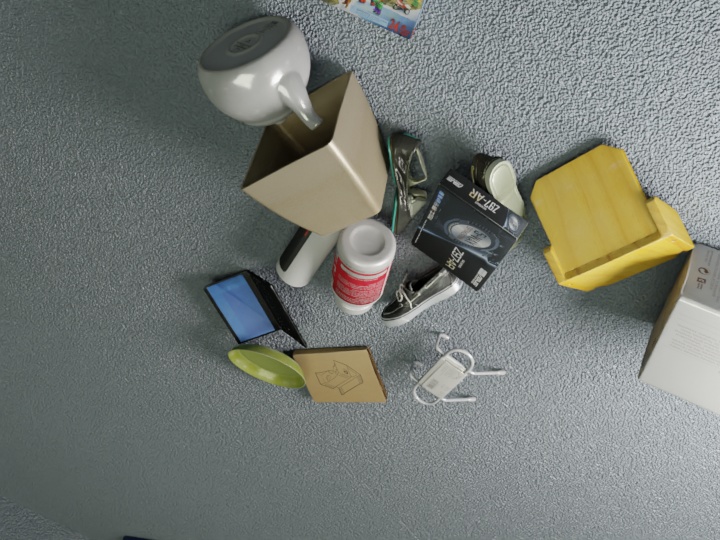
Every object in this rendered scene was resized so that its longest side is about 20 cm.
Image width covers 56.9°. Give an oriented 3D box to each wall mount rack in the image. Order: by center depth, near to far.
[{"bbox_3d":[0.207,0.228,1.447,0.173,0.075,0.201,34,131,-3],"label":"wall mount rack"}]

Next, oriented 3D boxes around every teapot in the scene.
[{"bbox_3d":[-0.162,-0.308,1.090,0.194,0.202,0.147,-12,134,14],"label":"teapot"}]

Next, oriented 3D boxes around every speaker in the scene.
[{"bbox_3d":[-0.094,-0.056,1.322,0.081,0.082,0.200,32,132,-7],"label":"speaker"}]

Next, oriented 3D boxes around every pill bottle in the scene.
[{"bbox_3d":[0.000,0.000,1.298,0.111,0.113,0.201,19,145,4],"label":"pill bottle"}]

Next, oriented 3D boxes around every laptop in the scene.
[{"bbox_3d":[-0.235,0.102,1.478,0.199,0.103,0.179,26,148,54],"label":"laptop"}]

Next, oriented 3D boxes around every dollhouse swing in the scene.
[{"bbox_3d":[0.419,-0.089,1.140,0.199,0.178,0.180,-29,155,35],"label":"dollhouse swing"}]

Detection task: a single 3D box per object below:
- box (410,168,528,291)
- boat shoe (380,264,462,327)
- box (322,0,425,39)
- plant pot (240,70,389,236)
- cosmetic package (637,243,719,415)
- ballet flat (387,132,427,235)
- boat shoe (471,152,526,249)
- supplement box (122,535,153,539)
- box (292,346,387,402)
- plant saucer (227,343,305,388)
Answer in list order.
[{"bbox_3d":[0.185,-0.065,1.175,0.159,0.044,0.201,37,152,8],"label":"box"},{"bbox_3d":[0.107,0.046,1.332,0.198,0.074,0.068,-29,118,35],"label":"boat shoe"},{"bbox_3d":[0.011,-0.454,0.997,0.197,0.038,0.138,24,131,1],"label":"box"},{"bbox_3d":[-0.056,-0.180,1.147,0.198,0.202,0.177,-20,129,32],"label":"plant pot"},{"bbox_3d":[0.593,0.101,1.116,0.164,0.168,0.202,23,133,20],"label":"cosmetic package"},{"bbox_3d":[0.086,-0.149,1.195,0.067,0.068,0.202,1,128,8],"label":"ballet flat"},{"bbox_3d":[0.241,-0.120,1.164,0.060,0.071,0.203,39,160,44],"label":"boat shoe"},{"bbox_3d":[-0.807,1.105,2.421,0.197,0.201,0.136,-2,127,21],"label":"supplement box"},{"bbox_3d":[-0.049,0.251,1.587,0.197,0.021,0.165,-5,124,25],"label":"box"},{"bbox_3d":[-0.219,0.223,1.587,0.197,0.031,0.201,15,152,8],"label":"plant saucer"}]
